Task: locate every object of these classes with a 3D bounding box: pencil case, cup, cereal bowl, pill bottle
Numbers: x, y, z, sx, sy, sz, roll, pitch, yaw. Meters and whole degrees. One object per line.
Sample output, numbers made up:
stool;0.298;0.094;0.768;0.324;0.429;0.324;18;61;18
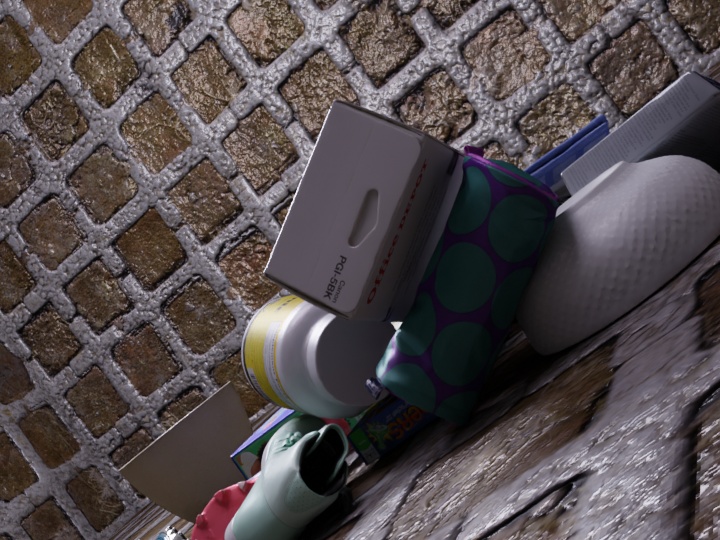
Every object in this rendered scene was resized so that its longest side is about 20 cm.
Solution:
pencil case;0.079;0.014;0.857;0.084;0.092;0.203;13;-74;-43
cup;-0.221;0.276;1.583;0.199;0.144;0.200;-38;-1;-1
cereal bowl;0.197;-0.026;0.892;0.199;0.084;0.200;-38;-1;-1
pill bottle;-0.034;0.077;1.017;0.111;0.112;0.200;-38;11;-18

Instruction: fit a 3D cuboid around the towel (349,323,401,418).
towel;0.050;0.050;1.033;0.200;0.023;0.145;-39;29;53

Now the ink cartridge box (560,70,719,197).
ink cartridge box;0.301;-0.123;0.996;0.199;0.041;0.198;-38;-21;30

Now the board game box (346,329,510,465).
board game box;0.071;0.106;1.084;0.135;0.035;0.200;-38;0;21

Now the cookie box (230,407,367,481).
cookie box;-0.033;0.165;1.304;0.199;0.076;0.171;-38;0;21

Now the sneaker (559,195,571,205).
sneaker;0.214;-0.029;1.127;0.198;0.076;0.115;-21;10;-23

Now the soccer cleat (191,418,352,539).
soccer cleat;-0.085;0.225;1.132;0.200;0.067;0.077;-44;-31;-2

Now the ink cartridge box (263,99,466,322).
ink cartridge box;0.019;-0.041;0.892;0.149;0.082;0.200;-67;-20;5

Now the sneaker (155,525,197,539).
sneaker;-0.158;0.264;0.897;0.090;0.079;0.200;-41;0;-20

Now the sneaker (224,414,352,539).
sneaker;-0.036;0.166;0.964;0.118;0.074;0.201;-46;6;26

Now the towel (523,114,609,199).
towel;0.213;-0.079;1.210;0.146;0.024;0.200;-36;-25;-2
